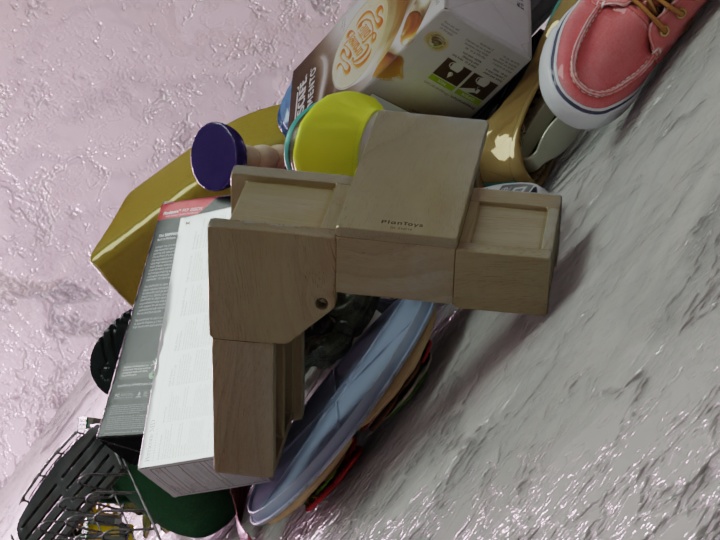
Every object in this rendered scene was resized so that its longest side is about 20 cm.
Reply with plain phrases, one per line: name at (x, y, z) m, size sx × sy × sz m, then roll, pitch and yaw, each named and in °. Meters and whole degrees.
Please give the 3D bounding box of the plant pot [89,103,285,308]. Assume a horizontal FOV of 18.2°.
plant pot at (-0.078, -0.031, 1.922) m, size 0.200 × 0.196 × 0.194 m, roll -40°, pitch 12°, yaw 17°

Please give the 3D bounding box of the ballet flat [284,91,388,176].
ballet flat at (0.018, -0.082, 1.491) m, size 0.200 × 0.067 × 0.067 m, roll -4°, pitch -79°, yaw -68°

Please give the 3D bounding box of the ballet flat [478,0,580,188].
ballet flat at (0.148, -0.130, 1.571) m, size 0.063 × 0.069 × 0.200 m, roll 11°, pitch 62°, yaw 49°

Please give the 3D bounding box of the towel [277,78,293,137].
towel at (0.015, -0.184, 1.808) m, size 0.200 × 0.049 × 0.112 m, roll -38°, pitch 13°, yaw 19°

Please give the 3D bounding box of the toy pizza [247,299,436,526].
toy pizza at (-0.005, 0.094, 1.498) m, size 0.200 × 0.032 × 0.200 m, roll -51°, pitch 7°, yaw 9°

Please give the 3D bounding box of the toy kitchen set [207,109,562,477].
toy kitchen set at (0.021, 0.016, 1.393) m, size 0.163 × 0.200 × 0.181 m, roll -72°, pitch -15°, yaw -59°

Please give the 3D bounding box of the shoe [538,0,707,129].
shoe at (0.189, -0.181, 1.465) m, size 0.200 × 0.071 × 0.091 m, roll -52°, pitch 1°, yaw -35°

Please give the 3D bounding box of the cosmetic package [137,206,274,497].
cosmetic package at (-0.091, 0.051, 1.531) m, size 0.082 × 0.051 × 0.200 m, roll -10°, pitch 55°, yaw 27°

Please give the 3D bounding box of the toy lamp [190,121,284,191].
toy lamp at (-0.039, -0.085, 1.710) m, size 0.200 × 0.058 × 0.058 m, roll 0°, pitch -36°, yaw -45°

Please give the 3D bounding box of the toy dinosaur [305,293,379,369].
toy dinosaur at (0.000, 0.000, 1.600) m, size 0.200 × 0.047 × 0.088 m, roll -61°, pitch 19°, yaw -20°

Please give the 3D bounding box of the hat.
hat at (-0.102, 0.186, 1.681) m, size 0.166 × 0.176 × 0.200 m, roll -46°, pitch -30°, yaw 22°

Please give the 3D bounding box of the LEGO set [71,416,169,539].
LEGO set at (-0.180, 0.189, 1.903) m, size 0.200 × 0.116 × 0.154 m, roll 141°, pitch 136°, yaw -71°

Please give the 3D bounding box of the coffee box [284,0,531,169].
coffee box at (0.033, -0.148, 1.623) m, size 0.200 × 0.080 × 0.114 m, roll -44°, pitch 30°, yaw 38°

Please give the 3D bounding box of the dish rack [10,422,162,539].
dish rack at (-0.199, 0.215, 1.615) m, size 0.153 × 0.055 × 0.200 m, roll -48°, pitch 52°, yaw 28°

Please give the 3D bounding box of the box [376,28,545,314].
box at (0.080, -0.074, 1.700) m, size 0.160 × 0.044 × 0.200 m, roll -43°, pitch 12°, yaw 42°

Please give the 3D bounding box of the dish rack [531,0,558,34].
dish rack at (0.132, -0.211, 1.705) m, size 0.200 × 0.044 × 0.172 m, roll -46°, pitch 11°, yaw 29°

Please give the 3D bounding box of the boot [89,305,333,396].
boot at (-0.098, 0.048, 1.756) m, size 0.198 × 0.073 × 0.162 m, roll -33°, pitch -17°, yaw 7°

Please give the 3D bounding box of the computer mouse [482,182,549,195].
computer mouse at (0.042, -0.015, 1.489) m, size 0.200 × 0.044 × 0.110 m, roll -5°, pitch 30°, yaw 39°

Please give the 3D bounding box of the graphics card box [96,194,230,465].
graphics card box at (-0.106, 0.040, 1.616) m, size 0.125 × 0.051 × 0.200 m, roll -6°, pitch 56°, yaw 30°
